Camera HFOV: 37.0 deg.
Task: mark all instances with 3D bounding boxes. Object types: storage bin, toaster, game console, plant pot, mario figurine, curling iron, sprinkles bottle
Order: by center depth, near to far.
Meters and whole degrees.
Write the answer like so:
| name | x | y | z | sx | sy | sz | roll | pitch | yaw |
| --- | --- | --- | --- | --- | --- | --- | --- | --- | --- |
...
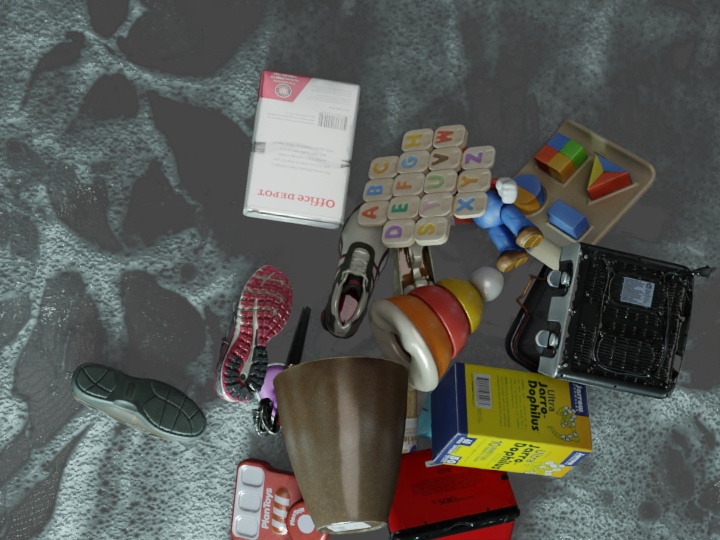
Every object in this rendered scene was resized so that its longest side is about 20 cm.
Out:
| name | x | y | z | sx | sy | sz | roll | pitch | yaw |
| --- | --- | --- | --- | --- | --- | --- | --- | --- | --- |
| plant pot | -0.020 | 0.238 | 1.421 | 0.184 | 0.187 | 0.203 | -2 | 68 | -7 |
| toaster | 0.343 | 0.066 | 1.433 | 0.197 | 0.119 | 0.183 | 11 | 88 | -9 |
| curling iron | -0.104 | 0.140 | 1.523 | 0.050 | 0.025 | 0.202 | 45 | 56 | -41 |
| game console | 0.112 | 0.350 | 1.528 | 0.197 | 0.119 | 0.174 | -6 | 63 | -23 |
| mario figurine | 0.163 | -0.093 | 1.535 | 0.123 | 0.106 | 0.201 | -39 | 65 | 5 |
| sprinkles bottle | 0.049 | 0.260 | 1.550 | 0.067 | 0.068 | 0.203 | 1 | 88 | -7 |
| storage bin | 0.307 | 0.057 | 1.556 | 0.144 | 0.134 | 0.202 | 30 | 84 | -6 |

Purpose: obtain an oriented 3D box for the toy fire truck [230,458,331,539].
| name | x | y | z | sx | sy | sz | roll | pitch | yaw |
| --- | --- | --- | --- | --- | --- | --- | --- | --- | --- |
| toy fire truck | -0.107 | 0.376 | 1.516 | 0.166 | 0.112 | 0.203 | 8 | 95 | 19 |

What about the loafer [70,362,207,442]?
| name | x | y | z | sx | sy | sz | roll | pitch | yaw |
| --- | --- | --- | --- | --- | --- | --- | --- | --- | --- |
| loafer | -0.313 | 0.190 | 1.519 | 0.198 | 0.063 | 0.072 | 25 | 54 | -10 |

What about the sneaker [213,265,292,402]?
| name | x | y | z | sx | sy | sz | roll | pitch | yaw |
| --- | --- | --- | --- | --- | --- | --- | --- | --- | --- |
| sneaker | -0.161 | 0.086 | 1.529 | 0.080 | 0.074 | 0.202 | 29 | 71 | -25 |

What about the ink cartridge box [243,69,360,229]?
| name | x | y | z | sx | sy | sz | roll | pitch | yaw |
| --- | --- | --- | --- | --- | --- | --- | --- | --- | --- |
| ink cartridge box | -0.085 | -0.168 | 1.536 | 0.144 | 0.085 | 0.203 | 8 | 86 | -7 |

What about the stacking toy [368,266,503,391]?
| name | x | y | z | sx | sy | sz | roll | pitch | yaw |
| --- | --- | --- | --- | --- | --- | --- | --- | --- | --- |
| stacking toy | 0.123 | 0.061 | 1.512 | 0.199 | 0.146 | 0.147 | -33 | 93 | -20 |

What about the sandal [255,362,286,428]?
| name | x | y | z | sx | sy | sz | roll | pitch | yaw |
| --- | --- | --- | --- | --- | --- | --- | --- | --- | --- |
| sandal | -0.074 | 0.216 | 1.544 | 0.082 | 0.050 | 0.203 | -38 | 93 | -7 |

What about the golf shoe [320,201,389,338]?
| name | x | y | z | sx | sy | sz | roll | pitch | yaw |
| --- | --- | --- | --- | --- | --- | --- | --- | --- | --- |
| golf shoe | 0.000 | 0.000 | 1.542 | 0.076 | 0.088 | 0.203 | 14 | 85 | -5 |

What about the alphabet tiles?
| name | x | y | z | sx | sy | sz | roll | pitch | yaw |
| --- | --- | --- | --- | --- | --- | --- | --- | --- | --- |
| alphabet tiles | 0.091 | -0.121 | 1.519 | 0.193 | 0.015 | 0.202 | -3 | 57 | 26 |

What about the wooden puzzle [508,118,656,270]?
| name | x | y | z | sx | sy | sz | roll | pitch | yaw |
| --- | --- | --- | --- | --- | --- | --- | --- | --- | --- |
| wooden puzzle | 0.294 | -0.114 | 1.549 | 0.200 | 0.046 | 0.185 | -49 | 51 | -4 |

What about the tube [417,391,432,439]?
| name | x | y | z | sx | sy | sz | roll | pitch | yaw |
| --- | --- | --- | --- | --- | --- | --- | --- | --- | --- |
| tube | 0.182 | 0.239 | 1.581 | 0.198 | 0.050 | 0.078 | 21 | 85 | -2 |

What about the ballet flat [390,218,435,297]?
| name | x | y | z | sx | sy | sz | roll | pitch | yaw |
| --- | --- | --- | --- | --- | --- | --- | --- | --- | --- |
| ballet flat | 0.077 | 0.002 | 1.563 | 0.067 | 0.062 | 0.203 | -11 | 90 | -9 |

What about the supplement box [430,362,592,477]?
| name | x | y | z | sx | sy | sz | roll | pitch | yaw |
| --- | --- | --- | --- | --- | --- | --- | --- | --- | --- |
| supplement box | 0.208 | 0.210 | 1.505 | 0.197 | 0.109 | 0.111 | 8 | 58 | -13 |
